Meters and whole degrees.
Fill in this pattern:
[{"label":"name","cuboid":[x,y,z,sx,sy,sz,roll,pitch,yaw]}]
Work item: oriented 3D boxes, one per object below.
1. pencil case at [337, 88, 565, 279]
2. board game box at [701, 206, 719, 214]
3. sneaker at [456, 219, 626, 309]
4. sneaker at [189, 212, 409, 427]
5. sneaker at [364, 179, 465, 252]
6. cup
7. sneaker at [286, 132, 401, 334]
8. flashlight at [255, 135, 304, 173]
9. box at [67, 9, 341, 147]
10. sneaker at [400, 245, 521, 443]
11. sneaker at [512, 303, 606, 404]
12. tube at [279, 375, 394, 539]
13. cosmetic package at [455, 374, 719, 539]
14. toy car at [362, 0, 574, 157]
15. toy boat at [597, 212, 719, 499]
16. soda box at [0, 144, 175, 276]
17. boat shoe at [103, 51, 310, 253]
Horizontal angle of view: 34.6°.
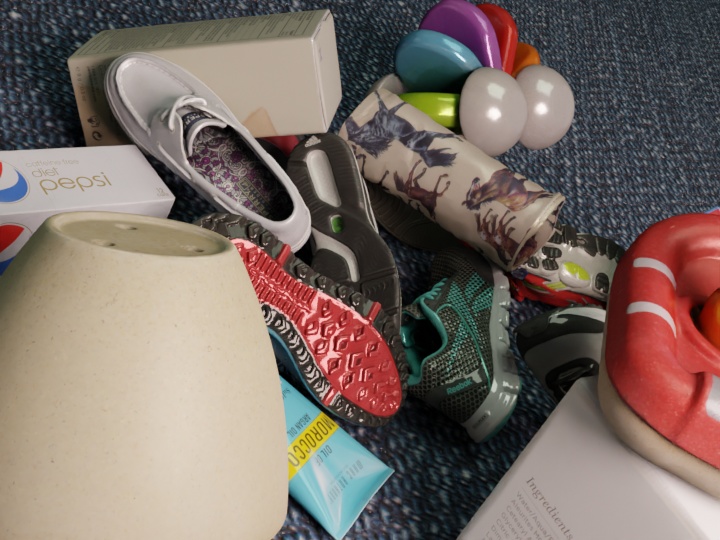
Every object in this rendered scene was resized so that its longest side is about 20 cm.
[{"label":"pencil case","cuboid":[0.069,-0.075,0.952,0.199,0.078,0.089,33,-8,17]},{"label":"board game box","cuboid":[0.318,0.085,0.914,0.196,0.056,0.201,53,19,-33]},{"label":"sneaker","cuboid":[0.151,-0.005,1.036,0.199,0.085,0.078,26,52,-20]},{"label":"sneaker","cuboid":[-0.048,0.034,0.825,0.200,0.095,0.079,43,73,-10]},{"label":"sneaker","cuboid":[0.077,-0.071,1.090,0.199,0.075,0.107,20,27,-27]},{"label":"cup","cuboid":[-0.126,0.049,0.618,0.198,0.145,0.200,10,13,-2]},{"label":"sneaker","cuboid":[0.000,0.000,0.918,0.115,0.075,0.203,44,32,-70]},{"label":"flashlight","cuboid":[-0.085,-0.058,0.944,0.068,0.068,0.201,27,37,-15]},{"label":"box","cuboid":[-0.120,-0.153,0.928,0.198,0.079,0.095,-2,25,10]},{"label":"sneaker","cuboid":[0.068,0.039,0.913,0.091,0.078,0.201,25,31,-21]},{"label":"sneaker","cuboid":[0.186,0.094,0.894,0.200,0.074,0.080,43,32,-38]},{"label":"tube","cuboid":[-0.071,0.091,0.774,0.200,0.051,0.077,41,46,7]},{"label":"cosmetic package","cuboid":[0.178,0.183,0.702,0.164,0.201,0.165,-3,45,-40]},{"label":"toy car","cuboid":[0.104,-0.191,1.140,0.174,0.152,0.199,5,13,42]},{"label":"toy boat","cuboid":[0.211,0.024,0.635,0.130,0.131,0.200,27,31,-1]},{"label":"soda box","cuboid":[-0.230,-0.038,0.788,0.199,0.068,0.064,-10,50,-46]},{"label":"boat shoe","cuboid":[-0.114,-0.091,0.832,0.072,0.069,0.200,-37,78,-12]}]
